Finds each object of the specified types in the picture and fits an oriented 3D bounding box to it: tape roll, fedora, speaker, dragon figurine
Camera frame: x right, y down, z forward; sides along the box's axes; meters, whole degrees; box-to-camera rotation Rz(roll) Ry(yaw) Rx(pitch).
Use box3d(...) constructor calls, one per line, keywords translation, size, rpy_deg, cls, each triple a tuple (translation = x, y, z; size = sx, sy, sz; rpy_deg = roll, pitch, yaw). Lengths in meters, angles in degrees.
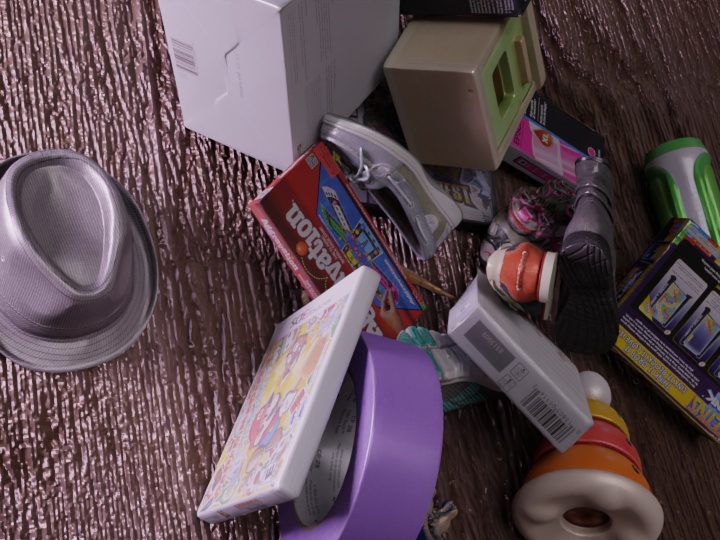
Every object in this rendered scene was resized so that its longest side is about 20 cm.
box3d(translation=(-0.005, 0.154, 0.814), size=(0.065, 0.200, 0.203), rpy_deg=(15, 64, -21), cls="tape roll")
box3d(translation=(-0.253, -0.022, 0.823), size=(0.175, 0.090, 0.203), rpy_deg=(-7, 73, -29), cls="fedora")
box3d(translation=(0.411, -0.057, 1.183), size=(0.087, 0.088, 0.203), rpy_deg=(-1, 70, -27), cls="speaker")
box3d(translation=(0.049, 0.295, 0.868), size=(0.058, 0.099, 0.202), rpy_deg=(26, 79, -17), cls="dragon figurine")

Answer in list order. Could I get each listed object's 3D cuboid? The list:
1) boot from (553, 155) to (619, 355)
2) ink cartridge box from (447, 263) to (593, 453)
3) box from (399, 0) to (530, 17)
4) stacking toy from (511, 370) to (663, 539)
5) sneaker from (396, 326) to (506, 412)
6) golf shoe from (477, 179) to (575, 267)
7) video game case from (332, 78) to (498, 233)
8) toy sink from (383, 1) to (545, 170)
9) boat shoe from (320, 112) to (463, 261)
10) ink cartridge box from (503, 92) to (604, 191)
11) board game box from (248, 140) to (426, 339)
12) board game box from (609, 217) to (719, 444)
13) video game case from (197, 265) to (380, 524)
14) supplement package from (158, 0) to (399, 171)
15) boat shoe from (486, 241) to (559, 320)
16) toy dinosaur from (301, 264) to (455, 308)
box3d(translation=(0.246, -0.012, 1.010), size=(0.069, 0.201, 0.133), rpy_deg=(7, 52, 13), cls="boot")
box3d(translation=(0.159, 0.080, 0.979), size=(0.160, 0.047, 0.200), rpy_deg=(45, 12, -4), cls="ink cartridge box")
box3d(translation=(0.083, -0.336, 0.975), size=(0.123, 0.197, 0.107), rpy_deg=(-57, 145, -35), cls="box")
box3d(translation=(0.233, 0.181, 0.986), size=(0.145, 0.146, 0.202), rpy_deg=(28, 44, -14), cls="stacking toy")
box3d(translation=(0.079, 0.110, 0.955), size=(0.199, 0.091, 0.078), rpy_deg=(14, 36, -47), cls="sneaker")
box3d(translation=(0.199, -0.050, 1.080), size=(0.199, 0.092, 0.073), rpy_deg=(-10, 59, -52), cls="golf shoe")
box3d(translation=(0.061, -0.140, 1.072), size=(0.197, 0.025, 0.184), rpy_deg=(7, 67, -25), cls="video game case")
box3d(translation=(0.125, -0.226, 1.026), size=(0.201, 0.111, 0.131), rpy_deg=(-61, 146, -33), cls="toy sink")
box3d(translation=(0.027, -0.084, 0.957), size=(0.202, 0.074, 0.065), rpy_deg=(39, 81, -42), cls="boat shoe")
box3d(translation=(0.208, -0.158, 1.135), size=(0.198, 0.037, 0.096), rpy_deg=(25, 59, -24), cls="ink cartridge box")
box3d(translation=(-0.017, -0.011, 0.913), size=(0.103, 0.019, 0.201), rpy_deg=(-47, 113, -35), cls="board game box")
box3d(translation=(0.382, 0.068, 1.090), size=(0.200, 0.057, 0.166), rpy_deg=(41, 91, -7), cls="board game box")
box3d(translation=(-0.063, 0.109, 0.813), size=(0.023, 0.182, 0.202), rpy_deg=(30, 59, -16), cls="video game case")
box3d(translation=(-0.071, -0.244, 0.925), size=(0.146, 0.193, 0.201), rpy_deg=(25, 54, 20), cls="supplement package")
box3d(translation=(0.169, 0.010, 0.980), size=(0.062, 0.200, 0.072), rpy_deg=(8, 87, 14), cls="boat shoe")
box3d(translation=(0.000, 0.000, 0.978), size=(0.198, 0.060, 0.108), rpy_deg=(-14, 90, -42), cls="toy dinosaur")
